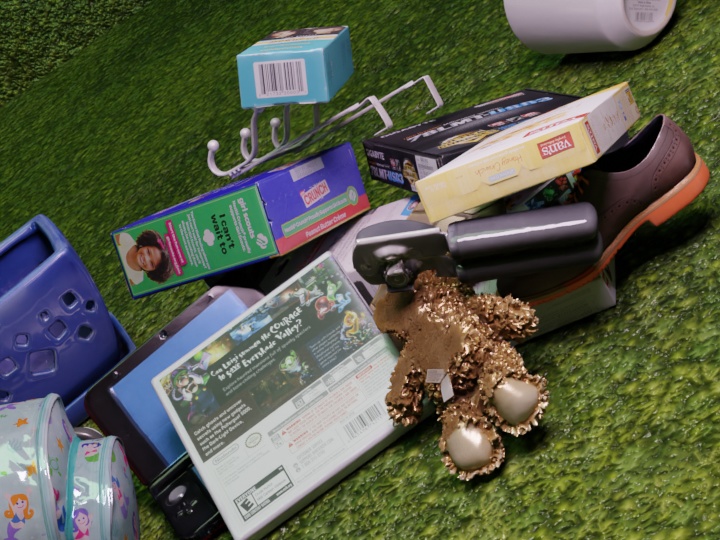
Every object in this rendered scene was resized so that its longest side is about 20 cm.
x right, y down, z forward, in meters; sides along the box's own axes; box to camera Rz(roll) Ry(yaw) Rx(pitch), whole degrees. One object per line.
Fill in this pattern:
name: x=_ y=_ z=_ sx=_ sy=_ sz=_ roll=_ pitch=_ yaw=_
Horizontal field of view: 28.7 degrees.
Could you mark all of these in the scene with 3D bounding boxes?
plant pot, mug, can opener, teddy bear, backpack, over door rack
plant pot: x=-0.367 y=0.079 z=1.580 sx=0.199 sy=0.181 sz=0.200 roll=-39 pitch=25 yaw=-9
mug: x=0.267 y=-0.313 z=1.507 sx=0.187 sy=0.150 sz=0.153 roll=-49 pitch=34 yaw=-13
can opener: x=0.088 y=-0.028 z=1.099 sx=0.197 sy=0.054 sz=0.067 roll=-9 pitch=46 yaw=13
teddy bear: x=0.081 y=0.074 z=1.105 sx=0.200 sy=0.066 sz=0.147 roll=36 pitch=103 yaw=53
backpack: x=-0.265 y=0.210 z=1.189 sx=0.148 sy=0.203 sz=0.178 roll=-13 pitch=25 yaw=1
over door rack: x=-0.037 y=-0.152 z=1.367 sx=0.198 sy=0.068 sz=0.147 roll=-14 pitch=9 yaw=28

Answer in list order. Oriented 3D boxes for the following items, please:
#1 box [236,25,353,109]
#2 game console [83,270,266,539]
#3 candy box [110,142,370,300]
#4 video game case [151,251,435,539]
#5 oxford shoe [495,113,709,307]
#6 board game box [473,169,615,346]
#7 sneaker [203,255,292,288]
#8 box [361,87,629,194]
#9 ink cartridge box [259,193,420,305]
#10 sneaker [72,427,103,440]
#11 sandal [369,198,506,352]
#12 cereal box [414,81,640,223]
box: x=-0.058 y=-0.194 z=1.328 sx=0.081 sy=0.050 sz=0.200 roll=-4 pitch=15 yaw=7
game console: x=-0.128 y=0.118 z=1.268 sx=0.199 sy=0.119 sz=0.172 roll=-40 pitch=23 yaw=-9
candy box: x=-0.115 y=-0.048 z=1.381 sx=0.198 sy=0.078 sz=0.169 roll=-18 pitch=6 yaw=36
video game case: x=-0.061 y=0.107 z=1.205 sx=0.199 sy=0.023 sz=0.183 roll=-36 pitch=58 yaw=1
oxford shoe: x=0.180 y=-0.047 z=1.128 sx=0.199 sy=0.073 sz=0.071 roll=-38 pitch=26 yaw=0
board game box: x=0.159 y=-0.016 z=1.231 sx=0.125 sy=0.035 sz=0.201 roll=-24 pitch=27 yaw=24
sneaker: x=-0.101 y=-0.011 z=1.510 sx=0.198 sy=0.083 sz=0.072 roll=-19 pitch=29 yaw=32
box: x=0.126 y=-0.125 z=1.367 sx=0.197 sy=0.050 sz=0.198 roll=-18 pitch=17 yaw=-16
ink cartridge box: x=0.000 y=0.000 z=1.371 sx=0.198 sy=0.068 sz=0.116 roll=-17 pitch=26 yaw=36
sneaker: x=-0.289 y=0.191 z=1.349 sx=0.202 sy=0.067 sz=0.108 roll=-52 pitch=11 yaw=31
sandal: x=0.059 y=0.011 z=1.241 sx=0.202 sy=0.080 sz=0.054 roll=-61 pitch=-19 yaw=4
cereal box: x=0.140 y=-0.098 z=1.136 sx=0.142 sy=0.040 sz=0.200 roll=-20 pitch=6 yaw=24
